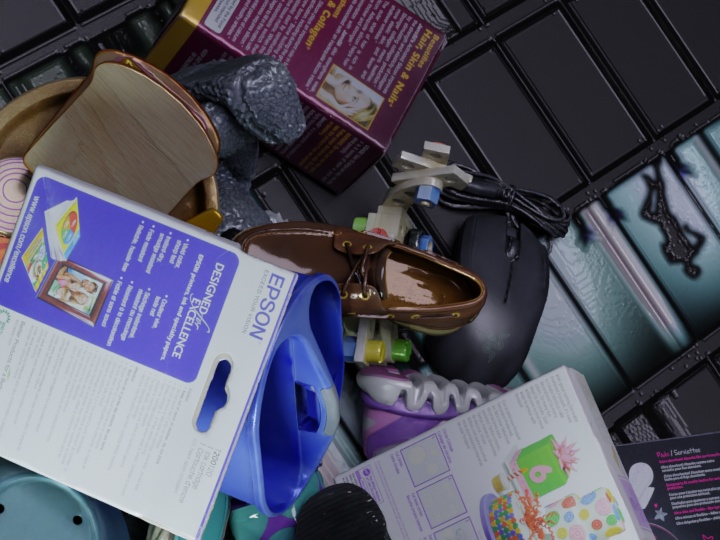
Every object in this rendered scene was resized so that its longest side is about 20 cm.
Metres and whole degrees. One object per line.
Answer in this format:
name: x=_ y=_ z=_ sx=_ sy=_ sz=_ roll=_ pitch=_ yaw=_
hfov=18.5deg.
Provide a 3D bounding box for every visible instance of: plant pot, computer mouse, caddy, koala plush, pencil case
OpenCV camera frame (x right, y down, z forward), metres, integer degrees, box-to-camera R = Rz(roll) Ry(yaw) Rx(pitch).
plant pot: x=-0.245 y=0.200 z=1.560 sx=0.200 sy=0.135 sz=0.200 roll=8 pitch=69 yaw=-21
computer mouse: x=0.109 y=0.006 z=1.831 sx=0.138 sy=0.053 sz=0.200 roll=20 pitch=66 yaw=-18
caddy: x=-0.062 y=0.084 z=1.574 sx=0.105 sy=0.200 sz=0.141 roll=18 pitch=52 yaw=18
koala plush: x=-0.121 y=-0.046 z=1.705 sx=0.177 sy=0.184 sz=0.200 roll=-29 pitch=106 yaw=-18
pencil case: x=-0.023 y=0.246 z=1.671 sx=0.092 sy=0.085 sz=0.200 roll=-21 pitch=82 yaw=-57

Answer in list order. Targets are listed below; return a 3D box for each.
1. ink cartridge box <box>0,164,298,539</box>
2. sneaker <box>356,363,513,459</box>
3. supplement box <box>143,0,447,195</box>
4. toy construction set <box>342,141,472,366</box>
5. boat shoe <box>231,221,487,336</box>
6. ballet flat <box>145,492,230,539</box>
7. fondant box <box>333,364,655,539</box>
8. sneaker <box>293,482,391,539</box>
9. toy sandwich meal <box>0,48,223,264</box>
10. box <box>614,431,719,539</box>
ink cartridge box: x=-0.159 y=0.056 z=1.488 sx=0.200 sy=0.043 sz=0.198 roll=23 pitch=97 yaw=12
sneaker: x=0.086 y=0.134 z=1.762 sx=0.200 sy=0.080 sz=0.089 roll=11 pitch=94 yaw=-14
supplement box: x=-0.053 y=-0.178 z=1.793 sx=0.200 sy=0.103 sz=0.131 roll=34 pitch=60 yaw=-9
toy construction set: x=0.017 y=-0.008 z=1.746 sx=0.092 sy=0.131 sz=0.200 roll=19 pitch=72 yaw=22
boat shoe: x=0.000 y=0.001 z=1.639 sx=0.200 sy=0.068 sz=0.072 roll=11 pitch=76 yaw=-17
ballet flat: x=-0.142 y=0.243 z=1.634 sx=0.067 sy=0.062 sz=0.200 roll=25 pitch=73 yaw=-29
fondant box: x=0.099 y=0.179 z=1.639 sx=0.200 sy=0.058 sz=0.144 roll=-27 pitch=71 yaw=15
sneaker: x=0.009 y=0.246 z=1.592 sx=0.074 sy=0.089 sz=0.200 roll=-23 pitch=50 yaw=0
toy sandwich meal: x=-0.185 y=-0.049 z=1.543 sx=0.205 sy=0.070 sz=0.205 roll=0 pitch=91 yaw=-5
box: x=0.191 y=0.206 z=1.754 sx=0.200 sy=0.132 sz=0.115 roll=-4 pitch=71 yaw=-26
